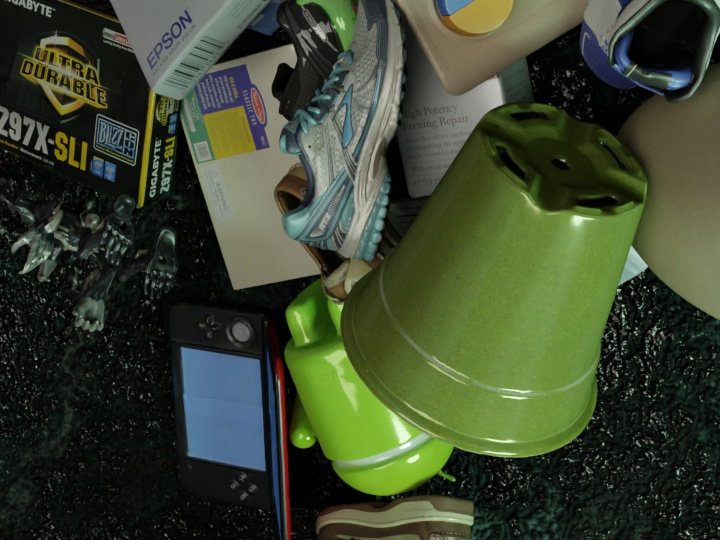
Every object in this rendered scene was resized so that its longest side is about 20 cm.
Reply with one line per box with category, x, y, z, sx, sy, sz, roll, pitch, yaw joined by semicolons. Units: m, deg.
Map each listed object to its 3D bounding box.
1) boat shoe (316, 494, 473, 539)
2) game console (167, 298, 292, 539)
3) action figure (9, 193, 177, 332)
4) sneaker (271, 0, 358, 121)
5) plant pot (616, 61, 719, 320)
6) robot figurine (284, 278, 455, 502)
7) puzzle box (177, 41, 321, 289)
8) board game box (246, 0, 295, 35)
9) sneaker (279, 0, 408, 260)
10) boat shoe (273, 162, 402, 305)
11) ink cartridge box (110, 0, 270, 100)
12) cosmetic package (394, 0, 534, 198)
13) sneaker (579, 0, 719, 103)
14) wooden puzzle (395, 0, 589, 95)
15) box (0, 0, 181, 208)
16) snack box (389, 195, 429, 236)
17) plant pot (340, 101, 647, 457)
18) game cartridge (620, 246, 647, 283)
boat shoe;0.021;0.241;1.326;0.202;0.074;0.075;-24;60;57
game console;-0.118;0.144;1.375;0.172;0.119;0.201;7;110;23
action figure;-0.253;-0.013;1.364;0.119;0.102;0.200;39;156;-31
sneaker;-0.027;-0.137;1.236;0.083;0.077;0.201;0;123;10
plant pot;0.256;-0.063;1.091;0.134;0.200;0.201;15;115;41
robot figurine;0.009;0.102;1.296;0.175;0.116;0.201;-17;104;27
puzzle box;-0.079;-0.090;1.327;0.133;0.025;0.201;-10;103;29
board game box;-0.039;-0.299;1.194;0.200;0.034;0.136;-39;60;31
sneaker;-0.014;-0.110;1.126;0.086;0.078;0.201;7;93;-6
boat shoe;0.000;0.000;1.201;0.200;0.074;0.076;54;142;2
ink cartridge box;-0.132;-0.275;1.219;0.200;0.041;0.200;-44;57;27
cosmetic package;0.073;-0.166;1.199;0.101;0.074;0.201;-7;106;27
sneaker;0.193;-0.163;1.037;0.080;0.115;0.199;30;157;-5
wooden puzzle;0.100;-0.252;1.102;0.185;0.046;0.201;-31;107;-2
box;-0.248;-0.164;1.356;0.199;0.049;0.160;23;119;26
snack box;0.096;-0.030;1.263;0.199;0.024;0.072;-4;106;27
plant pot;0.108;-0.007;1.063;0.200;0.200;0.190;33;129;12
game cartridge;0.118;-0.013;1.204;0.133;0.041;0.200;40;137;-15
